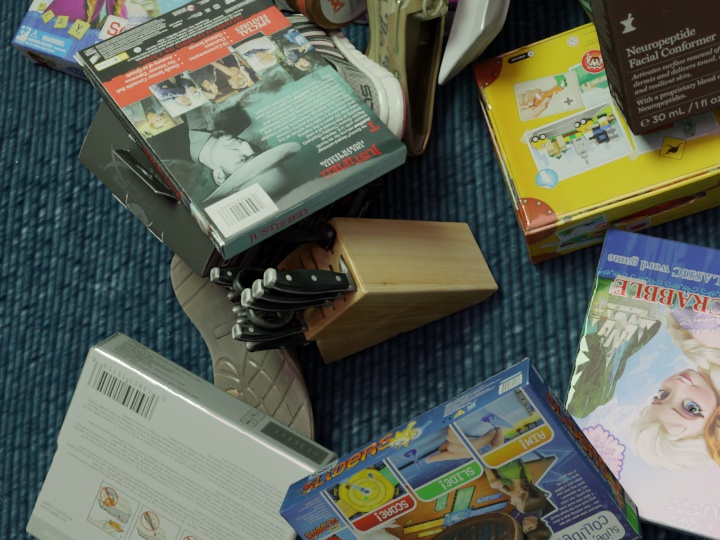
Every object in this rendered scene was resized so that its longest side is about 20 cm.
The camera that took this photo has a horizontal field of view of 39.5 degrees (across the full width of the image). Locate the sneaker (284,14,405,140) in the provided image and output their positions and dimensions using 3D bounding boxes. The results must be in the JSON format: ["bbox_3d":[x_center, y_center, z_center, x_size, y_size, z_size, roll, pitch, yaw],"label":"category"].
[{"bbox_3d":[-0.050,-0.152,0.785,0.200,0.087,0.074,43,130,43],"label":"sneaker"}]

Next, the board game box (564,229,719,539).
[{"bbox_3d":[0.250,0.086,0.701,0.200,0.041,0.200,12,77,19],"label":"board game box"}]

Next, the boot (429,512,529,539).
[{"bbox_3d":[0.072,0.231,0.649,0.097,0.200,0.075,29,37,-13],"label":"boot"}]

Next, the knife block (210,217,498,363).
[{"bbox_3d":[0.000,0.000,0.716,0.200,0.176,0.064,-21,70,-5],"label":"knife block"}]

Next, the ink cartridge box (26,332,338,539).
[{"bbox_3d":[-0.140,0.170,0.765,0.200,0.044,0.174,28,109,10],"label":"ink cartridge box"}]

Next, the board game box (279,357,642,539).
[{"bbox_3d":[0.064,0.161,0.671,0.200,0.034,0.135,-31,105,22],"label":"board game box"}]

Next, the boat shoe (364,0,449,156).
[{"bbox_3d":[0.044,-0.189,0.789,0.063,0.200,0.073,31,40,29],"label":"boat shoe"}]

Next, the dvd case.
[{"bbox_3d":[-0.085,-0.112,0.688,0.146,0.022,0.200,-31,62,-20],"label":"dvd case"}]

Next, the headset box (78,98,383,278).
[{"bbox_3d":[-0.101,-0.074,0.765,0.149,0.200,0.075,42,117,23],"label":"headset box"}]

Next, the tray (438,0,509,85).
[{"bbox_3d":[0.104,-0.245,0.762,0.022,0.107,0.200,17,76,-10],"label":"tray"}]

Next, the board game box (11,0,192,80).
[{"bbox_3d":[-0.197,-0.264,0.938,0.200,0.041,0.200,19,79,19],"label":"board game box"}]

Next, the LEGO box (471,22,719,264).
[{"bbox_3d":[0.202,-0.111,0.765,0.200,0.077,0.149,-18,69,9],"label":"LEGO box"}]

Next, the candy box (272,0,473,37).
[{"bbox_3d":[0.027,-0.286,0.876,0.200,0.061,0.137,13,77,19],"label":"candy box"}]

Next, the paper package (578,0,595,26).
[{"bbox_3d":[0.236,-0.284,0.755,0.190,0.104,0.200,-20,38,8],"label":"paper package"}]

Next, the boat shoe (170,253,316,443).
[{"bbox_3d":[-0.078,0.061,0.786,0.076,0.072,0.200,-19,90,21],"label":"boat shoe"}]

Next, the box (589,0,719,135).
[{"bbox_3d":[0.198,-0.198,0.644,0.100,0.200,0.075,-18,33,9],"label":"box"}]

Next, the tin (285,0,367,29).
[{"bbox_3d":[0.019,-0.271,0.774,0.042,0.112,0.200,38,80,21],"label":"tin"}]
